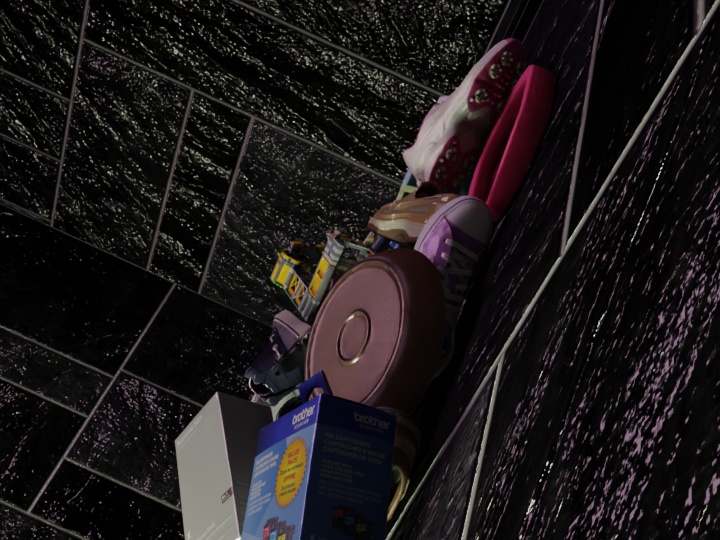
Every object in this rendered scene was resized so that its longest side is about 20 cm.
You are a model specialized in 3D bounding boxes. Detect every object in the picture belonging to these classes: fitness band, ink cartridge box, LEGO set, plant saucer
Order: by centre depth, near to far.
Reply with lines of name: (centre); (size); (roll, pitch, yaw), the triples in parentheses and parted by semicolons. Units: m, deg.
ink cartridge box: (-0.037, 0.187, 0.814); (0.136, 0.076, 0.202); (-38, 38, 54)
plant saucer: (0.004, 0.069, 0.963); (0.200, 0.034, 0.202); (-32, 47, 43)
fitness band: (0.160, -0.138, 1.071); (0.201, 0.037, 0.145); (-69, 3, -54)
LEGO set: (0.000, 0.000, 1.202); (0.117, 0.198, 0.154); (-65, 21, 15)

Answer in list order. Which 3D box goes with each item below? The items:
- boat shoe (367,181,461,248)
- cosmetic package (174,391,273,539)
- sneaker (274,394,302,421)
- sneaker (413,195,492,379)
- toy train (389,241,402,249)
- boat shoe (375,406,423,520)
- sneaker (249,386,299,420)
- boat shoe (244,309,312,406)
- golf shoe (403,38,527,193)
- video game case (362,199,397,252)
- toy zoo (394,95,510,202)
boat shoe: (0.070, -0.063, 1.141); (0.200, 0.071, 0.077); (16, 87, 66)
cosmetic package: (-0.145, 0.252, 1.148); (0.107, 0.090, 0.201); (-49, 41, 26)
sneaker: (-0.035, 0.153, 1.133); (0.200, 0.070, 0.100); (-45, -12, -37)
sneaker: (0.083, 0.027, 0.977); (0.202, 0.072, 0.114); (-62, 20, 5)
toy train: (0.096, -0.046, 1.332); (0.115, 0.086, 0.200); (-57, -1, 4)
boat shoe: (-0.008, 0.213, 0.904); (0.074, 0.075, 0.201); (-78, 10, -59)
sneaker: (-0.094, 0.230, 1.432); (0.115, 0.201, 0.075); (-32, -18, 3)
boat shoe: (-0.098, 0.104, 1.186); (0.092, 0.075, 0.200); (-36, 7, -11)
golf shoe: (0.118, -0.189, 1.184); (0.091, 0.075, 0.201); (34, 91, 48)
video game case: (0.052, -0.069, 1.398); (0.200, 0.023, 0.182); (-45, -6, -45)
toy zoo: (0.122, -0.139, 1.219); (0.130, 0.020, 0.202); (18, 81, 44)
